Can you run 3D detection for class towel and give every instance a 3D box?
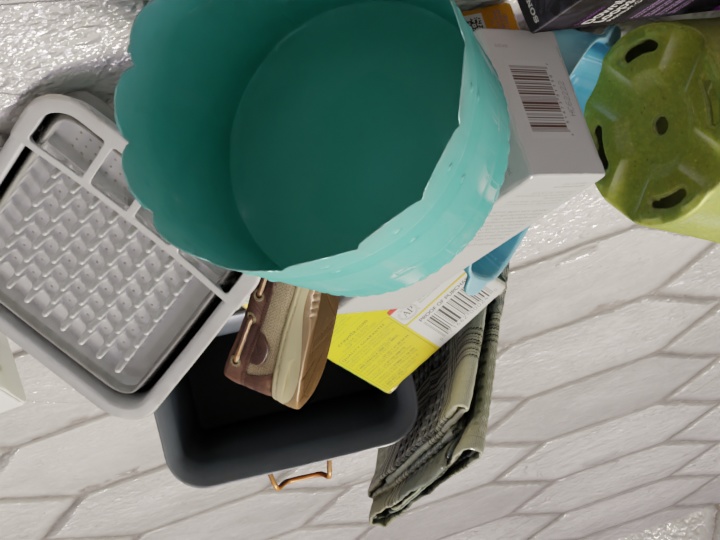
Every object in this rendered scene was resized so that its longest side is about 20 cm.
[{"bbox_3d":[0.056,0.083,1.875,0.034,0.201,0.193,19,150,-18],"label":"towel"}]

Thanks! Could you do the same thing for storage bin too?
[{"bbox_3d":[-0.059,0.091,1.897,0.198,0.147,0.134,-13,-174,0],"label":"storage bin"}]

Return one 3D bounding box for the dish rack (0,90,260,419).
[{"bbox_3d":[-0.155,-0.014,1.475,0.200,0.171,0.044,-50,-175,41],"label":"dish rack"}]

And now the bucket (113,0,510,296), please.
[{"bbox_3d":[-0.019,-0.084,1.320,0.206,0.209,0.135,-23,163,14],"label":"bucket"}]

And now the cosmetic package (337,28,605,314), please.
[{"bbox_3d":[0.049,-0.059,1.500,0.071,0.102,0.200,-3,158,-43],"label":"cosmetic package"}]

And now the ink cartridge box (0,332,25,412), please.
[{"bbox_3d":[-0.350,0.077,1.658,0.199,0.086,0.146,-21,164,4],"label":"ink cartridge box"}]

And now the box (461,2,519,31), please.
[{"bbox_3d":[-0.004,-0.110,1.526,0.198,0.042,0.119,-11,162,-16],"label":"box"}]

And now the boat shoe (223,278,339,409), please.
[{"bbox_3d":[-0.046,-0.015,1.489,0.071,0.202,0.072,18,-155,15],"label":"boat shoe"}]

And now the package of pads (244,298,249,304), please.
[{"bbox_3d":[-0.137,-0.009,1.601,0.199,0.069,0.154,-14,168,34],"label":"package of pads"}]

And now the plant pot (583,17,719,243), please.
[{"bbox_3d":[0.253,-0.093,1.589,0.183,0.202,0.200,1,155,-40],"label":"plant pot"}]

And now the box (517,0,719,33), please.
[{"bbox_3d":[0.208,-0.194,1.451,0.199,0.036,0.143,-10,165,-40],"label":"box"}]

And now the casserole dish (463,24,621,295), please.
[{"bbox_3d":[0.107,-0.079,1.587,0.201,0.039,0.121,-62,165,4],"label":"casserole dish"}]

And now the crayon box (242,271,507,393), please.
[{"bbox_3d":[0.000,0.000,1.728,0.127,0.051,0.200,-42,140,13],"label":"crayon box"}]
